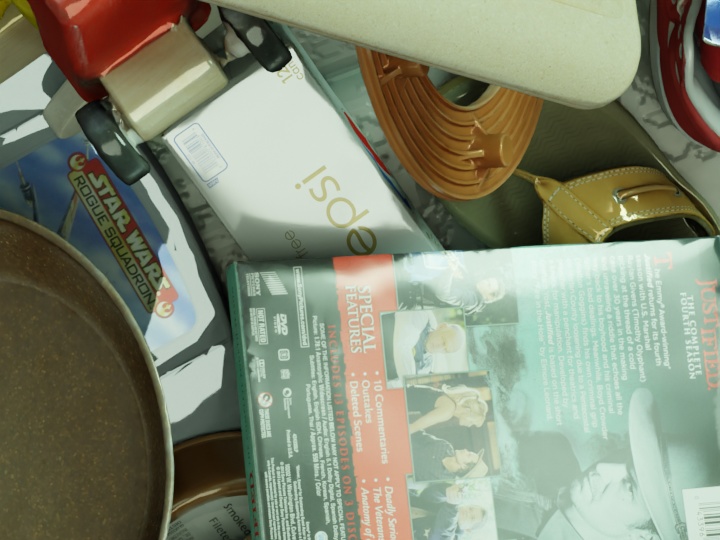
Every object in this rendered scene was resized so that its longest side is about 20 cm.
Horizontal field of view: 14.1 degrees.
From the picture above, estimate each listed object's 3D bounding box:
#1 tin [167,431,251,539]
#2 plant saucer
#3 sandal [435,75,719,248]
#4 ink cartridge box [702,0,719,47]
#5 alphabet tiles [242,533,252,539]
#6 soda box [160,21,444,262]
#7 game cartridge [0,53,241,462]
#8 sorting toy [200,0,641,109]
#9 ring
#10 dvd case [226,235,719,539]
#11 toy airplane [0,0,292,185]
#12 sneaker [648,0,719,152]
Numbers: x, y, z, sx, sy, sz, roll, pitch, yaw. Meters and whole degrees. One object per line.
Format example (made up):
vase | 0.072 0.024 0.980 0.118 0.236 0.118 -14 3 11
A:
tin | -0.090 0.145 1.189 0.200 0.042 0.112 -33 127 5
plant saucer | -0.148 0.076 1.081 0.200 0.037 0.201 -2 86 27
sandal | 0.106 -0.009 1.175 0.080 0.054 0.200 -44 105 7
ink cartridge box | 0.183 -0.168 1.088 0.099 0.039 0.201 12 66 -15
alphabet tiles | -0.070 0.207 1.145 0.006 0.166 0.201 23 128 31
soda box | 0.000 0.000 1.159 0.064 0.068 0.200 -34 106 4
game cartridge | -0.131 0.002 1.164 0.133 0.042 0.200 -28 106 6
sorting toy | 0.015 -0.166 0.974 0.185 0.036 0.201 14 61 -30
ring | 0.041 -0.126 1.072 0.019 0.200 0.201 -1 107 24
dvd case | 0.052 0.063 1.109 0.199 0.022 0.147 -4 81 -16
toy airplane | -0.099 -0.112 1.027 0.141 0.200 0.199 52 136 -8
sneaker | 0.138 -0.136 1.115 0.071 0.113 0.201 -13 106 -3
